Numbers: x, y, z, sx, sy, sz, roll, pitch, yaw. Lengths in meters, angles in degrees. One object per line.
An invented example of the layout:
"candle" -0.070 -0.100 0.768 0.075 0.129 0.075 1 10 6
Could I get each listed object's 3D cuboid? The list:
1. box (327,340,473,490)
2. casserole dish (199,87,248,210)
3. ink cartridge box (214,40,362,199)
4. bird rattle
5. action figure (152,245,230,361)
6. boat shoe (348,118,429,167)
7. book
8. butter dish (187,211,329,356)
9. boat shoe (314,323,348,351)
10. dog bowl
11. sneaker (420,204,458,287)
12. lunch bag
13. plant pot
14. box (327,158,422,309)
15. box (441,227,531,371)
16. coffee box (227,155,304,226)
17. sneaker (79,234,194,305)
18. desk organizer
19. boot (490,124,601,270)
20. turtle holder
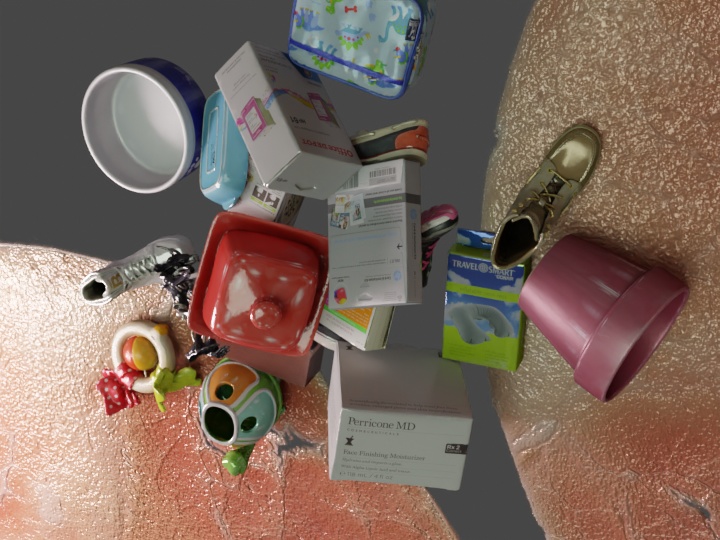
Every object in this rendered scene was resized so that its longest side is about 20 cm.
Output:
"box" 0.054 0.214 1.694 0.197 0.200 0.132 5 115 -5
"casserole dish" -0.206 -0.192 1.686 0.121 0.038 0.202 -15 71 61
"ink cartridge box" -0.101 -0.211 1.599 0.084 0.144 0.201 -37 66 30
"bird rattle" -0.378 0.165 1.966 0.199 0.112 0.165 0 100 36
"action figure" -0.256 0.038 1.773 0.101 0.119 0.202 -25 73 16
"boat shoe" 0.014 -0.177 1.657 0.198 0.071 0.063 -7 69 33
"book" 0.000 0.000 1.674 0.133 0.048 0.202 27 109 40
"butter dish" -0.141 0.041 1.635 0.198 0.148 0.202 14 107 -12
"boat shoe" -0.062 0.050 1.774 0.199 0.075 0.093 29 126 10
"dog bowl" -0.334 -0.228 1.762 0.198 0.079 0.202 11 116 23
"sneaker" 0.086 -0.023 1.687 0.200 0.074 0.088 -38 96 34
"lunch bag" 0.000 -0.338 1.585 0.199 0.082 0.162 25 121 13
"plant pot" 0.327 0.051 1.559 0.179 0.199 0.201 39 122 22
"box" 0.018 -0.049 1.606 0.155 0.041 0.202 -7 81 43
"box" 0.189 0.045 1.685 0.121 0.048 0.202 9 115 18
"coffee box" -0.151 -0.087 1.733 0.079 0.113 0.201 29 119 9
"sneaker" -0.374 0.007 1.865 0.199 0.116 0.074 -22 100 27
"desk organizer" -0.159 0.113 1.846 0.198 0.072 0.078 20 120 14
"boot" 0.252 -0.098 1.535 0.072 0.155 0.201 36 119 5
"turtle holder" -0.213 0.237 1.883 0.140 0.132 0.186 34 122 4
